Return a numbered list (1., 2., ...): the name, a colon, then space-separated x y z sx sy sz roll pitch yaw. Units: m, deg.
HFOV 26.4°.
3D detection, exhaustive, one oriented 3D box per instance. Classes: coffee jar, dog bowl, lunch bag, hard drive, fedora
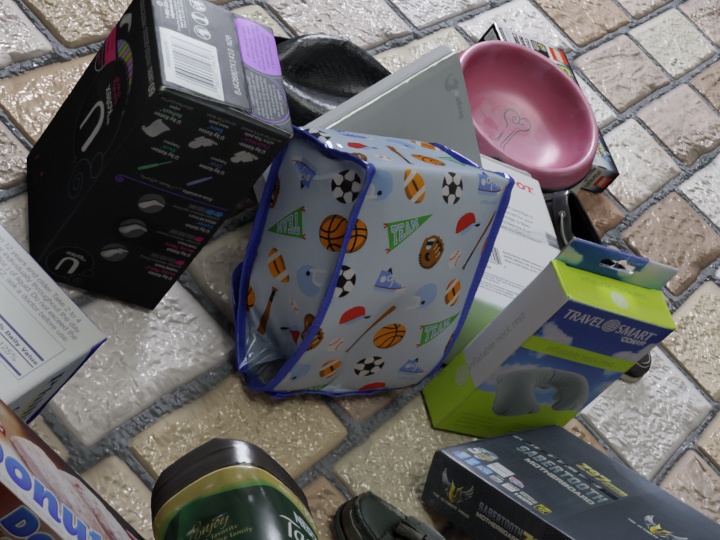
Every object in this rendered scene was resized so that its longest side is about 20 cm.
1. coffee jar: -0.059 0.190 0.867 0.104 0.085 0.200 52 9 -38
2. dog bowl: 0.148 -0.143 1.526 0.200 0.074 0.200 16 51 -21
3. lunch bag: 0.000 0.000 1.169 0.170 0.200 0.124 1 20 -42
4. hard drive: 0.009 -0.079 1.242 0.200 0.132 0.026 -33 39 -23
5. fedora: -0.034 -0.135 1.276 0.200 0.092 0.201 17 58 -28

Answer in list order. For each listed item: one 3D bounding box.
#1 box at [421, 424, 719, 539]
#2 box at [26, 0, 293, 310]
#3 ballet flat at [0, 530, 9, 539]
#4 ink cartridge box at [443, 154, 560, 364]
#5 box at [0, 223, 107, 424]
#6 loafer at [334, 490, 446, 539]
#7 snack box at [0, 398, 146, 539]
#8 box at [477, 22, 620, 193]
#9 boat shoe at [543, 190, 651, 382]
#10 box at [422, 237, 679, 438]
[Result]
1. box: 0.170 0.190 1.168 0.158 0.051 0.200 -3 26 -46
2. box: -0.149 -0.086 1.094 0.106 0.200 0.122 18 41 -30
3. ballet flat: -0.228 0.193 0.834 0.064 0.076 0.200 46 35 -23
4. ink cartridge box: 0.103 -0.009 1.360 0.146 0.084 0.200 20 40 -29
5. box: -0.289 0.040 0.904 0.184 0.105 0.200 46 35 4
6. loafer: 0.068 0.228 1.088 0.200 0.063 0.072 48 35 8
7. snack box: -0.162 0.140 0.844 0.200 0.024 0.072 52 10 -30
8. box: 0.205 -0.180 1.689 0.110 0.035 0.200 15 43 -34
9. boat shoe: 0.224 0.014 1.454 0.200 0.063 0.073 57 33 -1
10. box: 0.156 0.064 1.232 0.122 0.200 0.048 14 43 -34
